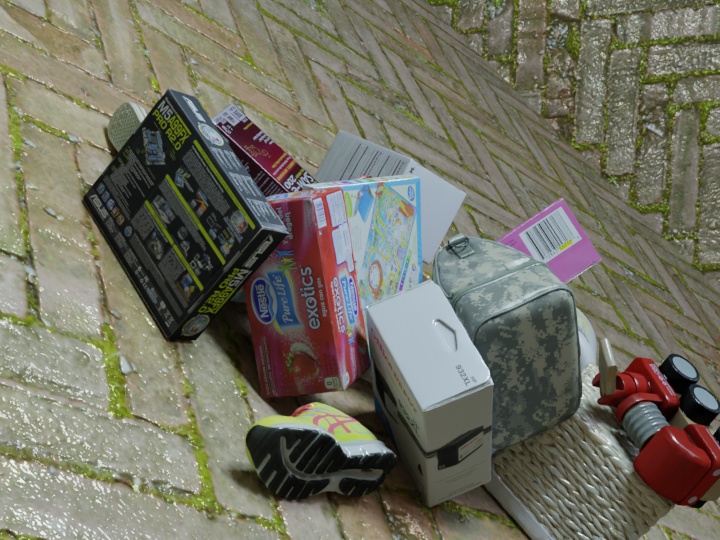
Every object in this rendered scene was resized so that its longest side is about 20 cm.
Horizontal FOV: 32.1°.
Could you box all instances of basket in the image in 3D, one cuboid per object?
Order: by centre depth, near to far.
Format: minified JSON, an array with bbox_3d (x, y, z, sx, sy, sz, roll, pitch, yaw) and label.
[{"bbox_3d":[0.276,0.244,1.542,0.200,0.161,0.198,45,22,10],"label":"basket"}]

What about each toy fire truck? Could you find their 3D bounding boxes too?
[{"bbox_3d":[0.329,0.164,1.423,0.198,0.129,0.177,10,37,-34],"label":"toy fire truck"}]

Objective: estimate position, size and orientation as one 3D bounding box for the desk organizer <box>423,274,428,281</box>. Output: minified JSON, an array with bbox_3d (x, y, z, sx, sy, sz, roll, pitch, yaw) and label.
[{"bbox_3d":[0.014,0.022,1.602,0.077,0.072,0.199,51,22,25],"label":"desk organizer"}]

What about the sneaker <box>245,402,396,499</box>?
[{"bbox_3d":[-0.052,0.167,1.219,0.199,0.078,0.090,25,19,-53],"label":"sneaker"}]

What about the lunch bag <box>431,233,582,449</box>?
[{"bbox_3d":[0.153,0.075,1.417,0.168,0.138,0.202,-128,-160,-54],"label":"lunch bag"}]

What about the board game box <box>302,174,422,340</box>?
[{"bbox_3d":[0.005,-0.001,1.412,0.133,0.203,0.034,-7,12,-26],"label":"board game box"}]

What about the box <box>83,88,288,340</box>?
[{"bbox_3d":[-0.181,-0.056,1.267,0.044,0.160,0.201,10,38,-56],"label":"box"}]

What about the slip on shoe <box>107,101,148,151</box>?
[{"bbox_3d":[-0.232,-0.119,1.423,0.061,0.074,0.201,28,21,-42],"label":"slip on shoe"}]

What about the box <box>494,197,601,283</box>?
[{"bbox_3d":[0.198,0.006,1.666,0.097,0.175,0.200,57,-10,3],"label":"box"}]

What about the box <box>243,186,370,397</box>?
[{"bbox_3d":[-0.060,0.022,1.302,0.100,0.094,0.203,-30,112,-69],"label":"box"}]

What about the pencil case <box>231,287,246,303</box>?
[{"bbox_3d":[-0.099,0.004,1.416,0.199,0.082,0.092,16,64,-52],"label":"pencil case"}]

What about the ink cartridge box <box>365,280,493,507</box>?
[{"bbox_3d":[0.074,0.134,1.334,0.201,0.083,0.146,84,-19,-51],"label":"ink cartridge box"}]

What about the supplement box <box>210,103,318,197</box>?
[{"bbox_3d":[-0.124,-0.120,1.630,0.200,0.061,0.109,43,20,-6],"label":"supplement box"}]

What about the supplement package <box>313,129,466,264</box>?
[{"bbox_3d":[0.031,-0.103,1.714,0.113,0.110,0.200,28,2,-33],"label":"supplement package"}]

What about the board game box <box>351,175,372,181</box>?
[{"bbox_3d":[0.000,0.000,1.467,0.103,0.019,0.202,-34,117,-53],"label":"board game box"}]

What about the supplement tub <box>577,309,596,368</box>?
[{"bbox_3d":[0.256,0.118,1.743,0.145,0.145,0.200,44,14,2],"label":"supplement tub"}]
